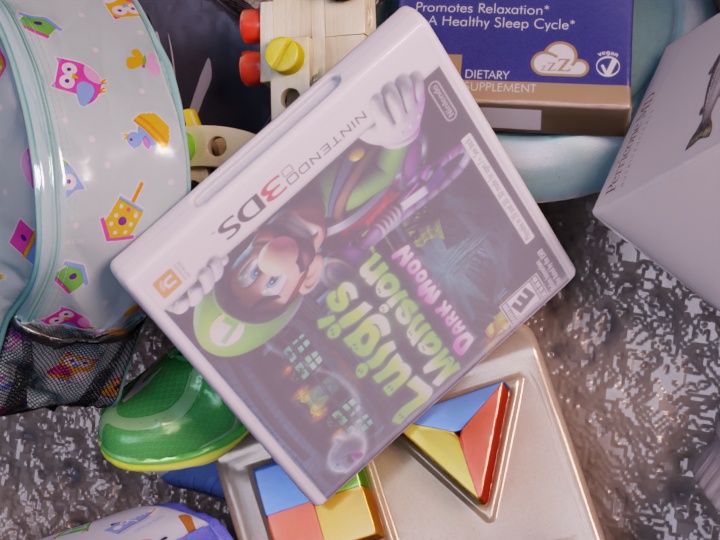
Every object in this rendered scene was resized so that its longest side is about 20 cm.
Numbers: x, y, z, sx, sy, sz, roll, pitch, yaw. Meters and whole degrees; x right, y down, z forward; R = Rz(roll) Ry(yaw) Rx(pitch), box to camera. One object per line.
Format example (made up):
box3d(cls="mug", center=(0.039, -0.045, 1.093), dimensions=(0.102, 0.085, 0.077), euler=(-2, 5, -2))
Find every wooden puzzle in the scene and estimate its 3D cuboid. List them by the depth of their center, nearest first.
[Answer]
box3d(cls="wooden puzzle", center=(0.030, 0.144, 1.050), dimensions=(0.185, 0.046, 0.201), euler=(-19, 80, 5))

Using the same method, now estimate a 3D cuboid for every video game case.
box3d(cls="video game case", center=(0.000, 0.000, 0.976), dimensions=(0.182, 0.200, 0.023), euler=(-41, 45, -5))

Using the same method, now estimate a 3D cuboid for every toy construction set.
box3d(cls="toy construction set", center=(-0.056, -0.108, 1.025), dimensions=(0.131, 0.092, 0.201), euler=(-3, 99, 16))

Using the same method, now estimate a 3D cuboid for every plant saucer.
box3d(cls="plant saucer", center=(0.089, -0.128, 1.066), dimensions=(0.199, 0.027, 0.201), euler=(-3, 62, 5))

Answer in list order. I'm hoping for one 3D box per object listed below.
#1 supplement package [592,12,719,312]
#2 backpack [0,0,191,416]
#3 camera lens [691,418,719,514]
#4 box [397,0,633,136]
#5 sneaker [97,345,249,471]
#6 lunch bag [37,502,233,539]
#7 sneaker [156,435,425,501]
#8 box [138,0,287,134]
box3d(cls="supplement package", center=(0.221, -0.066, 0.928), dimensions=(0.117, 0.200, 0.117), euler=(35, 60, -14))
box3d(cls="backpack", center=(-0.166, -0.041, 0.975), dimensions=(0.200, 0.153, 0.176), euler=(-50, 51, 43))
box3d(cls="camera lens", center=(0.280, 0.070, 0.986), dimensions=(0.160, 0.160, 0.200), euler=(42, 101, 13))
box3d(cls="box", center=(0.082, -0.163, 1.052), dimensions=(0.121, 0.032, 0.201), euler=(3, 60, 6))
box3d(cls="sneaker", center=(-0.059, 0.028, 1.058), dimensions=(0.200, 0.084, 0.074), euler=(-36, 41, -11))
box3d(cls="lunch bag", center=(-0.173, 0.206, 1.081), dimensions=(0.200, 0.170, 0.124), euler=(-37, 80, 43))
box3d(cls="sneaker", center=(-0.023, 0.126, 1.121), dimensions=(0.199, 0.076, 0.077), euler=(7, 87, 18))
box3d(cls="box", center=(-0.111, -0.091, 1.136), dimensions=(0.200, 0.104, 0.148), euler=(38, 99, 13))
